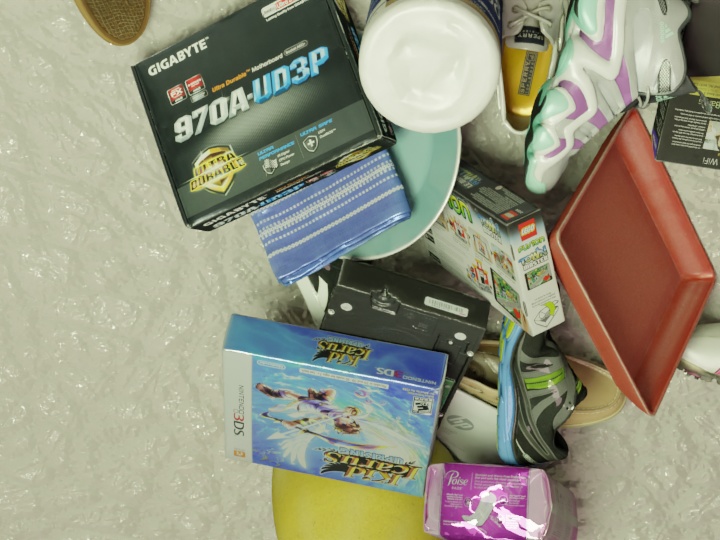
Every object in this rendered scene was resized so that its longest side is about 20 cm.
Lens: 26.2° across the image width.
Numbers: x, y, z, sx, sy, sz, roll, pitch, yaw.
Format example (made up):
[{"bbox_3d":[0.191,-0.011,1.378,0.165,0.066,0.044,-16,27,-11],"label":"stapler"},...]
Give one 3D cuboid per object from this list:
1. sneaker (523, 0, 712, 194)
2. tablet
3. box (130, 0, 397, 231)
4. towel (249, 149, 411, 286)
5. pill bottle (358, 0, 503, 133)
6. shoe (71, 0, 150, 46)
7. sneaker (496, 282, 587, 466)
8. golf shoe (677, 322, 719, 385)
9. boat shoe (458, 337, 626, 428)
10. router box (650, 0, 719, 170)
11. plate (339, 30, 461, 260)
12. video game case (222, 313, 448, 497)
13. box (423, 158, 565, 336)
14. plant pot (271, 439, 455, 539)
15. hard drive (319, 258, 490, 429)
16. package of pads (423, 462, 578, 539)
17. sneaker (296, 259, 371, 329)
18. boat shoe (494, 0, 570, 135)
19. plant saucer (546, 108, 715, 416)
[{"bbox_3d":[0.221,-0.143,1.281,0.139,0.078,0.202,17,109,-3],"label":"sneaker"},{"bbox_3d":[0.091,0.151,1.527,0.199,0.014,0.130,28,150,-10],"label":"tablet"},{"bbox_3d":[-0.085,-0.145,1.344,0.199,0.046,0.160,-23,80,18],"label":"box"},{"bbox_3d":[-0.052,-0.104,1.363,0.144,0.024,0.201,-28,80,20],"label":"towel"},{"bbox_3d":[0.060,-0.202,1.252,0.110,0.201,0.112,2,121,4],"label":"pill bottle"},{"bbox_3d":[-0.237,-0.287,1.326,0.070,0.053,0.201,-30,122,-15],"label":"shoe"},{"bbox_3d":[0.166,0.090,1.412,0.082,0.071,0.201,1,118,4],"label":"sneaker"},{"bbox_3d":[0.384,0.057,1.449,0.198,0.073,0.093,-1,114,-5],"label":"golf shoe"},{"bbox_3d":[0.158,0.105,1.483,0.198,0.072,0.065,6,159,4],"label":"boat shoe"},{"bbox_3d":[0.364,-0.161,1.331,0.198,0.052,0.158,9,121,1],"label":"router box"},{"bbox_3d":[0.003,-0.109,1.368,0.198,0.026,0.202,1,92,27],"label":"plate"},{"bbox_3d":[-0.027,0.127,1.423,0.198,0.046,0.182,11,142,5],"label":"video game case"},{"bbox_3d":[0.105,-0.031,1.353,0.034,0.200,0.111,-24,119,-15],"label":"box"},{"bbox_3d":[-0.005,0.259,1.544,0.198,0.143,0.201,6,128,8],"label":"plant pot"},{"bbox_3d":[0.026,0.077,1.410,0.138,0.038,0.201,16,140,-2],"label":"hard drive"},{"bbox_3d":[0.139,0.232,1.491,0.119,0.200,0.076,1,77,16],"label":"package of pads"},{"bbox_3d":[0.000,0.000,1.449,0.111,0.073,0.201,-23,114,19],"label":"sneaker"},{"bbox_3d":[0.145,-0.210,1.314,0.070,0.070,0.202,8,121,1],"label":"boat shoe"},{"bbox_3d":[0.235,-0.008,1.364,0.036,0.200,0.200,-11,121,38],"label":"plant saucer"}]
